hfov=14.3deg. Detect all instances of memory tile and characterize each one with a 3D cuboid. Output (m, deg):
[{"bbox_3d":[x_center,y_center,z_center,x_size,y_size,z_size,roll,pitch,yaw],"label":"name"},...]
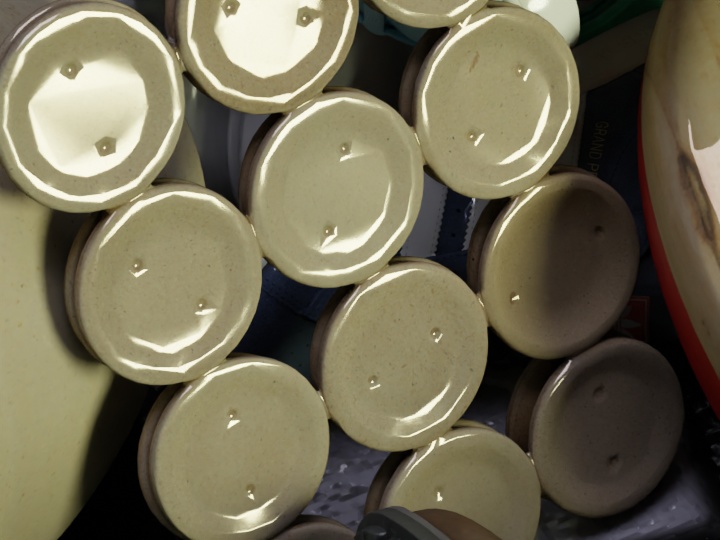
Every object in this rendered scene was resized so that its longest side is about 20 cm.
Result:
[{"bbox_3d":[0.000,0.000,0.723,0.153,0.200,0.017,-31,26,-20],"label":"memory tile"}]

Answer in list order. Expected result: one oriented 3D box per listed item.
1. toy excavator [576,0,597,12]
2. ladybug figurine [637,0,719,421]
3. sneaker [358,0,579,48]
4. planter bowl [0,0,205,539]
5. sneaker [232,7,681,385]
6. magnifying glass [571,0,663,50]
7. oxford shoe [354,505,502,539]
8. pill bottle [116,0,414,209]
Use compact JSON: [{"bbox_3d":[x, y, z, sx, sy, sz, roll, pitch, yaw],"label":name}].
[{"bbox_3d":[0.088,-0.139,0.950,0.194,0.100,0.200,-1,33,8],"label":"toy excavator"},{"bbox_3d":[0.132,-0.007,0.758,0.135,0.072,0.200,-1,65,-26],"label":"ladybug figurine"},{"bbox_3d":[-0.036,-0.096,0.783,0.200,0.074,0.082,34,71,23],"label":"sneaker"},{"bbox_3d":[-0.126,-0.008,0.767,0.200,0.201,0.135,25,39,33],"label":"planter bowl"},{"bbox_3d":[0.045,0.000,0.809,0.200,0.075,0.085,-31,58,-15],"label":"sneaker"},{"bbox_3d":[0.106,-0.095,0.862,0.200,0.080,0.022,3,23,-36],"label":"magnifying glass"},{"bbox_3d":[0.078,0.114,0.679,0.084,0.073,0.200,-29,52,-34],"label":"oxford shoe"},{"bbox_3d":[-0.082,-0.068,0.877,0.200,0.112,0.112,16,47,25],"label":"pill bottle"}]
